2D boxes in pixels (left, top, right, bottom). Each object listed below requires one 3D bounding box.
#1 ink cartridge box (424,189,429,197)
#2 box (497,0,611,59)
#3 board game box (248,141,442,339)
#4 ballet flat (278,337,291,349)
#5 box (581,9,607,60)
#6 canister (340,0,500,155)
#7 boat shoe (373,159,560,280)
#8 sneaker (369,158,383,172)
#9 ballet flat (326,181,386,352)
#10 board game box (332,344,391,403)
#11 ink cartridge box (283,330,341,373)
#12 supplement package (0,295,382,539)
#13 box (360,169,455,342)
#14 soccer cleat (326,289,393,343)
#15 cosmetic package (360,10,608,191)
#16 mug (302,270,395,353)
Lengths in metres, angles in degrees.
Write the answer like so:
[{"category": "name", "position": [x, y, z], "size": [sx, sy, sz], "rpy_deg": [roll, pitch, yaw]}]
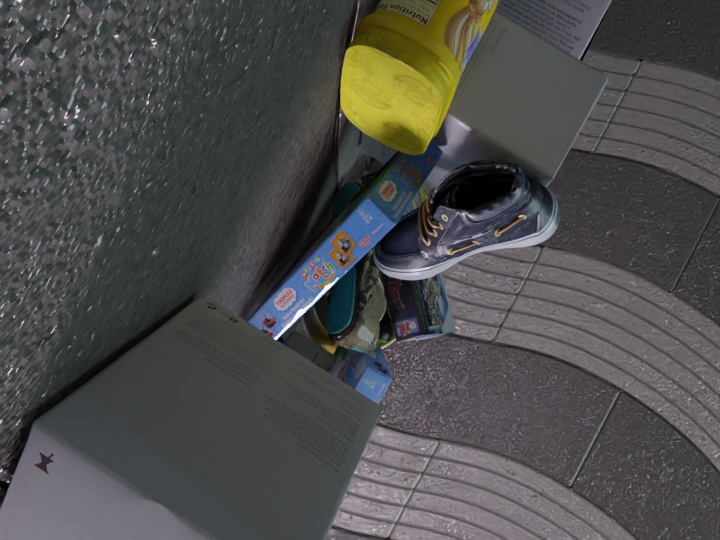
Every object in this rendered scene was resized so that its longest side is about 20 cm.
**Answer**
[{"category": "ink cartridge box", "position": [0.062, -0.119, 1.237], "size": [0.201, 0.066, 0.118], "rpy_deg": [-82, -162, -61]}, {"category": "box", "position": [0.242, -0.375, 1.086], "size": [0.203, 0.182, 0.105], "rpy_deg": [-60, 175, 6]}, {"category": "board game box", "position": [-0.016, -0.030, 0.756], "size": [0.200, 0.036, 0.152], "rpy_deg": [-45, -173, 36]}, {"category": "ballet flat", "position": [-0.093, 0.110, 0.835], "size": [0.074, 0.072, 0.200], "rpy_deg": [-60, -168, -4]}, {"category": "box", "position": [0.279, -0.396, 1.307], "size": [0.165, 0.197, 0.087], "rpy_deg": [-58, 176, -30]}, {"category": "canister", "position": [0.067, -0.215, 0.641], "size": [0.203, 0.085, 0.149], "rpy_deg": [-62, 177, -13]}, {"category": "boat shoe", "position": [0.079, -0.051, 0.741], "size": [0.197, 0.090, 0.072], "rpy_deg": [-16, -119, 32]}, {"category": "sneaker", "position": [0.074, -0.189, 1.040], "size": [0.115, 0.075, 0.200], "rpy_deg": [-60, -178, -22]}, {"category": "ballet flat", "position": [0.000, 0.000, 0.900], "size": [0.067, 0.075, 0.204], "rpy_deg": [-23, -128, 36]}, {"category": "board game box", "position": [-0.023, 0.152, 0.936], "size": [0.153, 0.036, 0.200], "rpy_deg": [-62, -169, 8]}, {"category": "ink cartridge box", "position": [-0.096, 0.148, 1.005], "size": [0.118, 0.067, 0.200], "rpy_deg": [-60, -173, -20]}, {"category": "supplement package", "position": [-0.100, 0.142, 0.476], "size": [0.153, 0.150, 0.200], "rpy_deg": [-61, 176, 19]}, {"category": "box", "position": [0.062, -0.016, 0.996], "size": [0.136, 0.037, 0.205], "rpy_deg": [6, 70, -66]}, {"category": "soccer cleat", "position": [-0.008, 0.015, 0.971], "size": [0.082, 0.066, 0.201], "rpy_deg": [-64, -148, 19]}, {"category": "cosmetic package", "position": [0.114, -0.157, 0.821], "size": [0.124, 0.197, 0.200], "rpy_deg": [-59, 176, -13]}, {"category": "mug", "position": [-0.023, 0.072, 1.128], "size": [0.153, 0.147, 0.190], "rpy_deg": [133, -25, -67]}]
